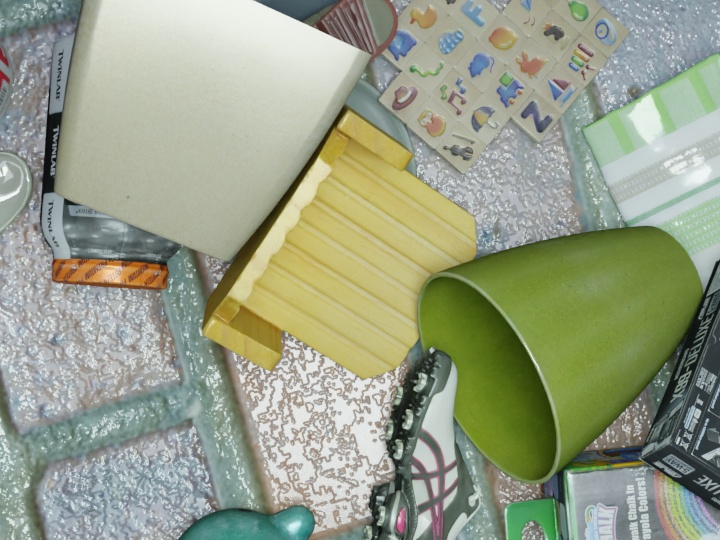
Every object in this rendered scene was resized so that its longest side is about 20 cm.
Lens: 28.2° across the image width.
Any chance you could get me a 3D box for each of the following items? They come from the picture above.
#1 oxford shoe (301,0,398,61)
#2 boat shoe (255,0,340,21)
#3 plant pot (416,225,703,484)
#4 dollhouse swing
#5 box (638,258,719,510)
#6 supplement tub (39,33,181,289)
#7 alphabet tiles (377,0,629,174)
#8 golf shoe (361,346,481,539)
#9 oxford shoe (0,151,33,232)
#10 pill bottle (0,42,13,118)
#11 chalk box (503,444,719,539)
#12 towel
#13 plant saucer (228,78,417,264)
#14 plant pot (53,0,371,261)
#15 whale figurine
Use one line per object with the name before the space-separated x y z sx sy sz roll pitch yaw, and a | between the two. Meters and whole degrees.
oxford shoe | -0.060 -0.164 1.203 0.199 0.075 0.071 -31 104 -11
boat shoe | -0.048 -0.271 1.220 0.200 0.074 0.087 -23 69 20
plant pot | 0.179 0.046 1.186 0.199 0.187 0.189 -27 88 -23
dollhouse swing | 0.000 0.000 1.143 0.175 0.182 0.201 34 96 -9
box | 0.327 0.101 1.136 0.157 0.050 0.201 32 62 -7
supplement tub | -0.201 -0.087 1.188 0.121 0.123 0.203 4 86 -3
alphabet tiles | 0.114 -0.190 1.258 0.167 0.008 0.200 40 81 -1
golf shoe | 0.061 0.162 1.205 0.087 0.077 0.202 9 107 -9
oxford shoe | -0.370 -0.041 1.210 0.198 0.058 0.076 -24 86 -6
pill bottle | -0.350 -0.168 1.145 0.111 0.200 0.114 0 87 -3
chalk box | 0.217 0.215 1.194 0.197 0.124 0.126 -5 88 -2
towel | 0.291 -0.065 1.224 0.148 0.031 0.202 -28 85 25
plant saucer | -0.048 -0.082 1.232 0.198 0.050 0.203 0 87 -2
plant pot | -0.132 -0.121 1.057 0.198 0.200 0.179 22 96 -15
whale figurine | -0.067 0.275 1.184 0.198 0.104 0.161 18 86 -2
